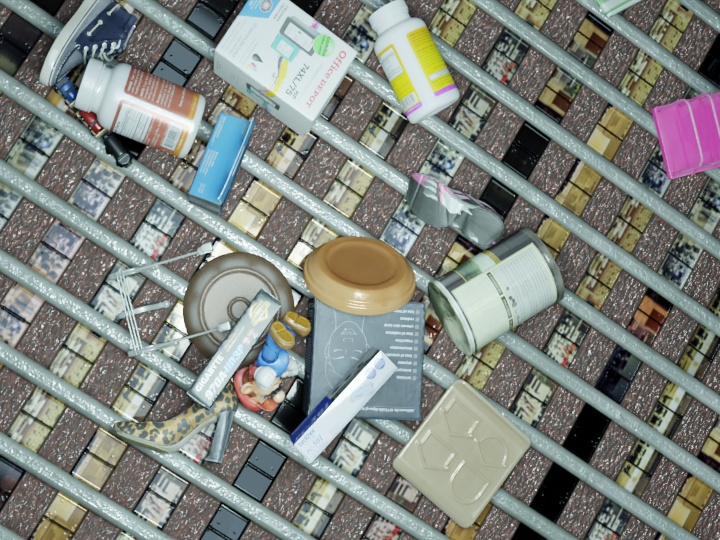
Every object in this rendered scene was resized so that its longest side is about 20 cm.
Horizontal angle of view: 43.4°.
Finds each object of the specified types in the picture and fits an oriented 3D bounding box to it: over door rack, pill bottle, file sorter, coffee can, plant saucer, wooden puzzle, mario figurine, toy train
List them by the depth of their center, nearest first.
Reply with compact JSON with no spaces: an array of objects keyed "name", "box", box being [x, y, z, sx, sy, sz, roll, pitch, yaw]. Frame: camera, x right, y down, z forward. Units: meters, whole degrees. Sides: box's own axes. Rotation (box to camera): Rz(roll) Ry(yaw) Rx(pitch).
[{"name":"pill bottle","box":[-0.367,-0.274,1.507,0.197,0.112,0.114,21,84,-18]},{"name":"mario figurine","box":[-0.137,0.170,1.515,0.121,0.201,0.107,3,45,-32]},{"name":"over door rack","box":[-0.315,0.052,1.529,0.196,0.067,0.151,-16,89,11]},{"name":"toy train","box":[-0.459,-0.257,1.537,0.034,0.046,0.201,-40,94,-9]},{"name":"plant saucer","box":[0.000,0.000,1.540,0.196,0.202,0.038,3,125,-10]},{"name":"plant saucer","box":[-0.210,0.069,1.572,0.196,0.037,0.205,0,88,-9]},{"name":"coffee can","box":[0.238,0.037,1.596,0.198,0.146,0.148,-29,92,-10]},{"name":"pill bottle","box":[0.090,-0.374,1.611,0.103,0.104,0.203,-27,92,-10]},{"name":"wooden puzzle","box":[0.180,0.327,1.626,0.185,0.046,0.201,40,86,-5]},{"name":"file sorter","box":[0.680,-0.270,1.700,0.196,0.125,0.142,-14,90,-10]}]

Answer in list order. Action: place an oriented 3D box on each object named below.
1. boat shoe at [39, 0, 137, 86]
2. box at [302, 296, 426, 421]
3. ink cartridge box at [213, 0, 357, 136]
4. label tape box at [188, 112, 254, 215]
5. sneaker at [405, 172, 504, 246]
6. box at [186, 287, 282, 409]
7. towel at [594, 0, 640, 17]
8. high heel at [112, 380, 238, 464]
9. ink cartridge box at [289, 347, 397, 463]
[{"name":"boat shoe","box":[-0.451,-0.376,1.516,0.092,0.075,0.203,29,68,-11]},{"name":"box","box":[0.005,0.151,1.560,0.195,0.124,0.201,4,86,-9]},{"name":"ink cartridge box","box":[-0.130,-0.356,1.549,0.198,0.146,0.148,34,83,-7]},{"name":"label tape box","box":[-0.232,-0.179,1.495,0.065,0.200,0.146,22,84,-6]},{"name":"sneaker","box":[0.172,-0.109,1.633,0.198,0.086,0.081,34,111,11]},{"name":"box","box":[-0.205,0.131,1.462,0.046,0.159,0.202,35,77,-3]},{"name":"towel","box":[0.484,-0.602,1.734,0.151,0.023,0.203,-28,93,-9]},{"name":"high heel","box":[-0.310,0.238,1.541,0.196,0.072,0.145,13,70,-3]},{"name":"ink cartridge box","box":[-0.029,0.212,1.446,0.044,0.094,0.200,44,82,-5]}]
